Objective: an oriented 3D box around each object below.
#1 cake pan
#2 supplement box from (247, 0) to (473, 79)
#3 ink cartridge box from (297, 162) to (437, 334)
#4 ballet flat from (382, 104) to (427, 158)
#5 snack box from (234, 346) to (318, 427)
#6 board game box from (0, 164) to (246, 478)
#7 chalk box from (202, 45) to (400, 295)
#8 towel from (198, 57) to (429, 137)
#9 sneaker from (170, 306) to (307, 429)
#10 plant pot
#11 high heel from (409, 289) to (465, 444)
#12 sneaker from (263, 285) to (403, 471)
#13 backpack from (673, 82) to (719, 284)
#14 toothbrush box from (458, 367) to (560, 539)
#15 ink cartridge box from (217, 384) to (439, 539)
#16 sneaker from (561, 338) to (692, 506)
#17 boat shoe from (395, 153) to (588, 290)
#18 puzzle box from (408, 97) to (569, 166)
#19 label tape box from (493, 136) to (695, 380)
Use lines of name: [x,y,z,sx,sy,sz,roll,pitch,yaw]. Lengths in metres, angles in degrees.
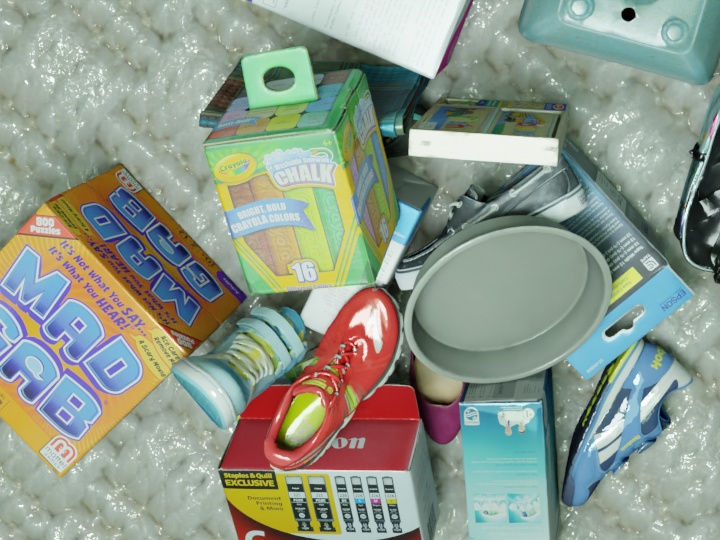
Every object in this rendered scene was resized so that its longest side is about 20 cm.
cake pan: [0.136,0.025,1.256,0.199,0.037,0.201,-7,133,-7]
supplement box: [0.005,-0.273,1.280,0.199,0.101,0.104,23,109,5]
ink cartridge box: [0.000,0.000,1.349,0.068,0.116,0.201,27,109,4]
ballet flat: [-0.027,-0.133,1.338,0.199,0.068,0.068,-16,76,18]
snack box: [-0.036,0.191,1.443,0.142,0.053,0.201,-28,99,20]
board game box: [-0.277,0.046,1.377,0.200,0.200,0.200,-43,93,19]
chalk box: [-0.053,-0.097,1.182,0.124,0.124,0.201,-6,121,19]
towel: [-0.042,-0.171,1.297,0.199,0.147,0.022,4,122,12]
sneaker: [-0.107,0.081,1.262,0.130,0.200,0.080,-40,93,-8]
plant pot: [0.246,-0.270,1.179,0.195,0.200,0.197,16,108,8]
high heel: [0.075,0.096,1.370,0.067,0.096,0.201,-3,105,13]
sneaker: [-0.025,0.106,1.263,0.077,0.085,0.201,30,91,11]
backpack: [0.389,-0.096,1.222,0.177,0.151,0.201,12,115,6]
toothbrush box: [0.155,0.200,1.357,0.085,0.146,0.201,-3,106,12]
ink cartridge box: [-0.033,0.207,1.350,0.199,0.084,0.176,-2,123,15]
sneaker: [0.266,0.164,1.363,0.082,0.074,0.201,24,111,0]
boat shoe: [0.114,-0.048,1.270,0.199,0.072,0.068,-27,99,18]
puzzle box: [0.124,-0.132,1.243,0.132,0.200,0.026,5,106,9]
label tape box: [0.212,-0.014,1.329,0.143,0.066,0.200,-42,96,20]
